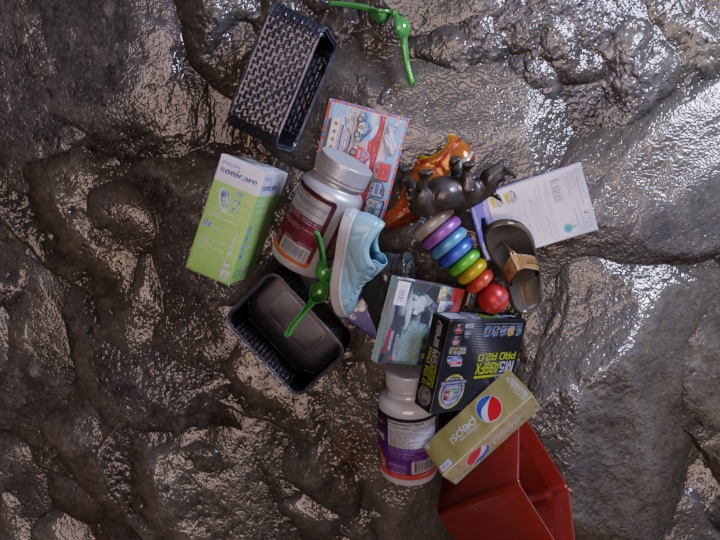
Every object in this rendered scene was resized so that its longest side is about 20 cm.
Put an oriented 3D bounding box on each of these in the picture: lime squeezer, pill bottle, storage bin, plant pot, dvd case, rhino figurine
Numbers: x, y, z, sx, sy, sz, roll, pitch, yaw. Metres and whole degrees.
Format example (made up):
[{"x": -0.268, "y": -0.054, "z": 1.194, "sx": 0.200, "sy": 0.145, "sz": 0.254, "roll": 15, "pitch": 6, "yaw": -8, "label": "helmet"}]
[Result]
[{"x": 0.039, "y": -0.414, "z": 0.934, "sx": 0.200, "sy": 0.038, "sz": 0.071, "roll": 44, "pitch": 133, "yaw": -1, "label": "lime squeezer"}, {"x": 0.086, "y": 0.270, "z": 0.989, "sx": 0.109, "sy": 0.112, "sz": 0.203, "roll": 1, "pitch": 105, "yaw": 7, "label": "pill bottle"}, {"x": -0.128, "y": 0.107, "z": 1.009, "sx": 0.135, "sy": 0.094, "sz": 0.200, "roll": -42, "pitch": 93, "yaw": 11, "label": "storage bin"}, {"x": 0.247, "y": 0.402, "z": 0.962, "sx": 0.175, "sy": 0.200, "sz": 0.201, "roll": -28, "pitch": 101, "yaw": 24, "label": "plant pot"}, {"x": 0.115, "y": 0.092, "z": 0.946, "sx": 0.198, "sy": 0.022, "sz": 0.148, "roll": 9, "pitch": 98, "yaw": -38, "label": "dvd case"}, {"x": -0.127, "y": -0.313, "z": 0.909, "sx": 0.093, "sy": 0.135, "sz": 0.202, "roll": 25, "pitch": 101, "yaw": 2, "label": "storage bin"}, {"x": -0.078, "y": 0.018, "z": 0.916, "sx": 0.070, "sy": 0.038, "sz": 0.202, "roll": -1, "pitch": 123, "yaw": -35, "label": "lime squeezer"}, {"x": -0.066, "y": -0.100, "z": 0.943, "sx": 0.113, "sy": 0.114, "sz": 0.202, "roll": 29, "pitch": 111, "yaw": 1, "label": "pill bottle"}, {"x": 0.163, "y": -0.138, "z": 0.894, "sx": 0.197, "sy": 0.060, "sz": 0.089, "roll": -11, "pitch": 121, "yaw": -10, "label": "rhino figurine"}]

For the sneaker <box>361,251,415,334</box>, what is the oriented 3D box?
[{"x": 0.045, "y": 0.061, "z": 0.967, "sx": 0.089, "sy": 0.076, "sz": 0.203, "roll": 10, "pitch": 102, "yaw": 24, "label": "sneaker"}]

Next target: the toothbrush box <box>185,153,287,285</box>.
[{"x": -0.212, "y": -0.091, "z": 0.960, "sx": 0.085, "sy": 0.146, "sz": 0.202, "roll": 23, "pitch": 102, "yaw": 3, "label": "toothbrush box"}]

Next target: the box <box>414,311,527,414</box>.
[{"x": 0.193, "y": 0.154, "z": 0.943, "sx": 0.198, "sy": 0.044, "sz": 0.163, "roll": 4, "pitch": 101, "yaw": -37, "label": "box"}]

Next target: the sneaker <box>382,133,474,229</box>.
[{"x": 0.110, "y": -0.151, "z": 0.961, "sx": 0.200, "sy": 0.073, "sz": 0.077, "roll": -44, "pitch": 75, "yaw": 5, "label": "sneaker"}]

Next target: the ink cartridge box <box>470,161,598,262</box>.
[{"x": 0.295, "y": -0.099, "z": 0.952, "sx": 0.197, "sy": 0.042, "sz": 0.121, "roll": -18, "pitch": 98, "yaw": 7, "label": "ink cartridge box"}]

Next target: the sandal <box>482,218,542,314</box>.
[{"x": 0.269, "y": 0.001, "z": 0.935, "sx": 0.081, "sy": 0.055, "sz": 0.202, "roll": -18, "pitch": 118, "yaw": 9, "label": "sandal"}]

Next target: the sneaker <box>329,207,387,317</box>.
[{"x": 0.000, "y": 0.000, "z": 0.906, "sx": 0.081, "sy": 0.074, "sz": 0.202, "roll": 17, "pitch": 125, "yaw": 17, "label": "sneaker"}]

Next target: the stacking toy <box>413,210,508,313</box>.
[{"x": 0.181, "y": -0.010, "z": 0.946, "sx": 0.085, "sy": 0.085, "sz": 0.201, "roll": -38, "pitch": 86, "yaw": 11, "label": "stacking toy"}]

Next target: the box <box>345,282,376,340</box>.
[{"x": 0.074, "y": 0.088, "z": 1.013, "sx": 0.199, "sy": 0.032, "sz": 0.122, "roll": 36, "pitch": 101, "yaw": -1, "label": "box"}]

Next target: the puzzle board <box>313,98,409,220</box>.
[{"x": -0.008, "y": -0.190, "z": 0.986, "sx": 0.148, "sy": 0.017, "sz": 0.203, "roll": 15, "pitch": 100, "yaw": 4, "label": "puzzle board"}]

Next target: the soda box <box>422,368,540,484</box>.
[{"x": 0.206, "y": 0.265, "z": 0.927, "sx": 0.200, "sy": 0.064, "sz": 0.068, "roll": -42, "pitch": 137, "yaw": 1, "label": "soda box"}]
